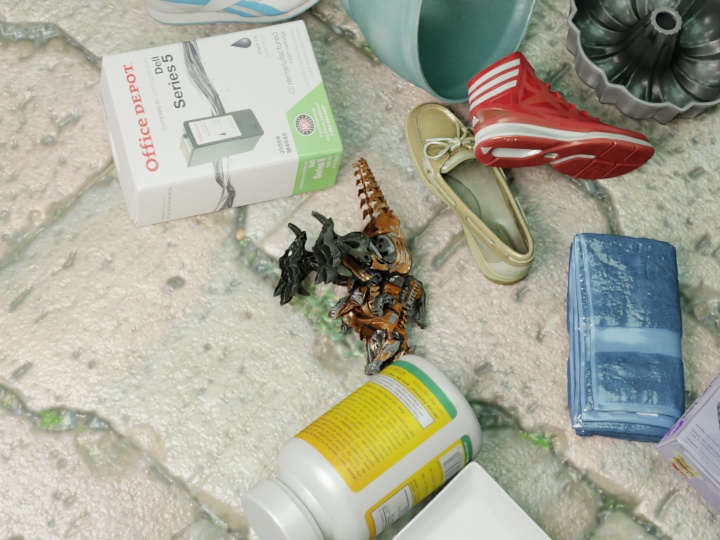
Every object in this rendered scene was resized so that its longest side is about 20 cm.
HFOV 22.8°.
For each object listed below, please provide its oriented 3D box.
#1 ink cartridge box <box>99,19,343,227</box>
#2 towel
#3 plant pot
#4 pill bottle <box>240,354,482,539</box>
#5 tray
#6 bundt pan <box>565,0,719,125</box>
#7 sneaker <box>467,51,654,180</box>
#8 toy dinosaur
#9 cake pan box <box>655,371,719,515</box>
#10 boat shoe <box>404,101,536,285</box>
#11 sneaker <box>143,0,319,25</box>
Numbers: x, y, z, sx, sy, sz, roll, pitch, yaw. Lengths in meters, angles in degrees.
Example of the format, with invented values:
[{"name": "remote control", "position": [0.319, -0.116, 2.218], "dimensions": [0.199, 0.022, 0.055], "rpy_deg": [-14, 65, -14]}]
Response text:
[{"name": "ink cartridge box", "position": [-0.133, -0.139, 1.676], "dimensions": [0.199, 0.084, 0.146], "rpy_deg": [-12, 70, -14]}, {"name": "towel", "position": [0.249, 0.061, 1.673], "dimensions": [0.111, 0.049, 0.201], "rpy_deg": [5, 66, -8]}, {"name": "plant pot", "position": [0.065, -0.278, 1.724], "dimensions": [0.134, 0.200, 0.200], "rpy_deg": [26, 63, 32]}, {"name": "pill bottle", "position": [-0.001, 0.171, 1.552], "dimensions": [0.200, 0.113, 0.113], "rpy_deg": [-36, 77, -21]}, {"name": "tray", "position": [0.130, 0.274, 1.559], "dimensions": [0.107, 0.022, 0.200], "rpy_deg": [-43, 86, -7]}, {"name": "bundt pan", "position": [0.297, -0.233, 1.789], "dimensions": [0.201, 0.076, 0.202], "rpy_deg": [3, 67, -7]}, {"name": "sneaker", "position": [0.192, -0.158, 1.722], "dimensions": [0.200, 0.078, 0.116], "rpy_deg": [6, 63, -32]}, {"name": "toy dinosaur", "position": [0.000, 0.000, 1.650], "dimensions": [0.135, 0.102, 0.200], "rpy_deg": [8, 49, -31]}, {"name": "cake pan box", "position": [0.399, 0.167, 1.635], "dimensions": [0.200, 0.052, 0.184], "rpy_deg": [44, 68, 0]}, {"name": "boat shoe", "position": [0.108, -0.083, 1.703], "dimensions": [0.073, 0.063, 0.201], "rpy_deg": [-20, 72, -16]}, {"name": "sneaker", "position": [-0.120, -0.286, 1.718], "dimensions": [0.199, 0.081, 0.077], "rpy_deg": [-8, 67, 6]}]
